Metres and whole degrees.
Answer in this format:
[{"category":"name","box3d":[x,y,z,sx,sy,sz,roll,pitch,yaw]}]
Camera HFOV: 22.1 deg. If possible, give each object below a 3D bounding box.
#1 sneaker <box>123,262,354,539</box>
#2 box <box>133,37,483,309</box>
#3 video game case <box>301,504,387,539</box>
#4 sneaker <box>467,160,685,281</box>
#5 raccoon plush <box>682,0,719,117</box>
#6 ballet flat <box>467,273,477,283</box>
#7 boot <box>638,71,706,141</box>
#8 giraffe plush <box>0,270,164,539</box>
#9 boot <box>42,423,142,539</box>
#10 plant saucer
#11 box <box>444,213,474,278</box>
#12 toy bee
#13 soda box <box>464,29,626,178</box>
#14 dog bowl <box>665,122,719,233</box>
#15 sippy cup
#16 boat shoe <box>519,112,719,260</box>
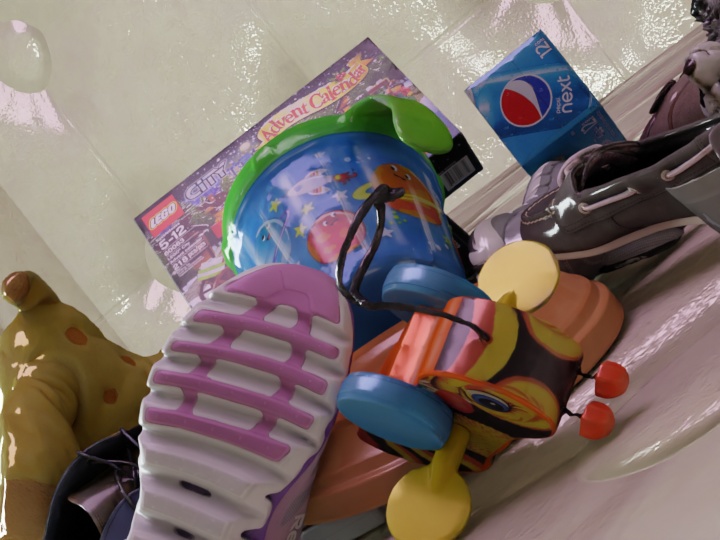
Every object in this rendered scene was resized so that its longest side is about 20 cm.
[{"category":"sneaker","box3d":[-0.052,0.092,0.793,0.088,0.080,0.201,6,-76,-69]},{"category":"box","box3d":[-0.037,-0.049,1.184,0.200,0.038,0.137,-38,43,-1]},{"category":"video game case","box3d":[0.022,0.094,0.980,0.143,0.017,0.200,-36,3,46]},{"category":"sneaker","box3d":[0.147,-0.031,1.059,0.115,0.075,0.200,-21,9,28]},{"category":"raccoon plush","box3d":[0.289,-0.141,1.132,0.199,0.135,0.097,-7,-17,-4]},{"category":"ballet flat","box3d":[0.066,0.039,1.191,0.067,0.046,0.200,-54,-12,30]},{"category":"boot","box3d":[0.275,-0.150,1.287,0.200,0.070,0.146,-39,0,-27]},{"category":"giraffe plush","box3d":[-0.113,0.090,0.971,0.161,0.201,0.173,2,-24,-15]},{"category":"boot","box3d":[-0.082,0.092,0.847,0.097,0.075,0.201,0,-65,-43]},{"category":"plant saucer","box3d":[0.035,0.054,0.913,0.200,0.038,0.200,-30,9,5]},{"category":"box","box3d":[0.003,0.005,1.304,0.106,0.122,0.200,-46,-6,-10]},{"category":"toy bee","box3d":[0.046,0.049,0.724,0.200,0.108,0.131,12,-82,-80]},{"category":"soda box","box3d":[0.137,-0.085,1.220,0.064,0.068,0.200,-38,-22,9]},{"category":"dog bowl","box3d":[0.213,-0.070,0.711,0.200,0.059,0.200,-39,2,1]},{"category":"sippy cup","box3d":[0.000,0.000,1.054,0.139,0.178,0.130,-21,38,-5]},{"category":"boat shoe","box3d":[0.142,-0.049,0.894,0.067,0.057,0.200,-41,18,-31]}]
